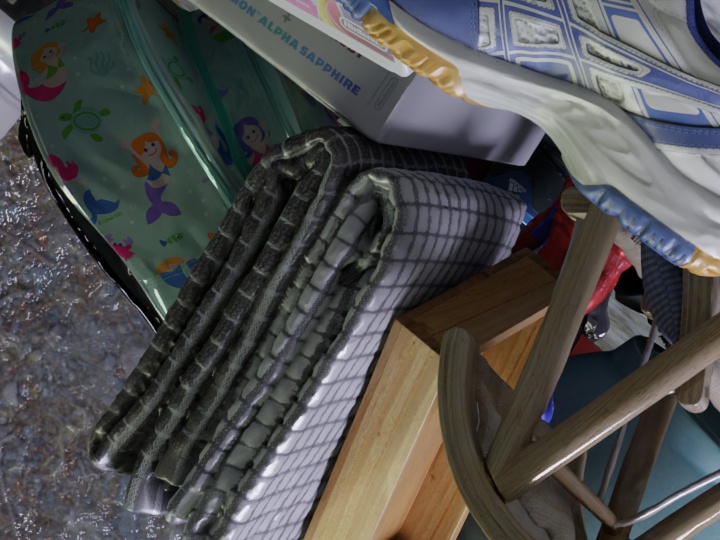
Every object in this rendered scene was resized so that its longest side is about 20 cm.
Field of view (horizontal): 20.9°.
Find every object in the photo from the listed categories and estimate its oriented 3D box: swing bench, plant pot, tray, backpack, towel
[{"bbox_3d":[0.132,0.056,0.850,0.130,0.200,0.199,37,176,27],"label":"swing bench"},{"bbox_3d":[0.144,0.121,1.063,0.200,0.134,0.200,42,-167,-12],"label":"plant pot"},{"bbox_3d":[0.026,0.087,0.910,0.037,0.200,0.099,39,-140,23],"label":"tray"},{"bbox_3d":[-0.090,-0.062,1.011,0.200,0.150,0.178,49,-166,-40],"label":"backpack"},{"bbox_3d":[-0.023,0.031,0.891,0.085,0.200,0.166,35,-168,18],"label":"towel"}]

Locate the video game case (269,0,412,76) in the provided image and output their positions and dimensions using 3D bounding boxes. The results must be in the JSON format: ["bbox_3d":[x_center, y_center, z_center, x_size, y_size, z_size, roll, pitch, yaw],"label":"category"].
[{"bbox_3d":[-0.043,-0.170,0.695,0.143,0.018,0.200,34,155,30],"label":"video game case"}]

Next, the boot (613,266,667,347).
[{"bbox_3d":[0.229,0.055,1.045,0.200,0.066,0.165,45,173,-19],"label":"boot"}]

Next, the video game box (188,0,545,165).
[{"bbox_3d":[-0.011,-0.122,0.935,0.182,0.047,0.200,36,-167,19],"label":"video game box"}]

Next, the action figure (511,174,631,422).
[{"bbox_3d":[0.089,0.016,0.953,0.052,0.200,0.065,11,-155,-34],"label":"action figure"}]

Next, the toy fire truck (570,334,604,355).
[{"bbox_3d":[0.090,-0.005,1.231,0.200,0.049,0.141,38,143,9],"label":"toy fire truck"}]

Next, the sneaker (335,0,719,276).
[{"bbox_3d":[0.068,-0.088,0.641,0.200,0.088,0.075,35,-160,-3],"label":"sneaker"}]

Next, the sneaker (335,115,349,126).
[{"bbox_3d":[0.000,-0.115,1.110,0.098,0.071,0.200,49,168,-16],"label":"sneaker"}]

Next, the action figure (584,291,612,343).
[{"bbox_3d":[0.083,-0.014,1.337,0.200,0.102,0.119,38,-175,-27],"label":"action figure"}]

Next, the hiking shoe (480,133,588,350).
[{"bbox_3d":[0.079,0.002,1.088,0.074,0.087,0.200,38,151,27],"label":"hiking shoe"}]

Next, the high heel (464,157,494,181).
[{"bbox_3d":[0.038,-0.011,1.153,0.067,0.096,0.200,40,144,8],"label":"high heel"}]

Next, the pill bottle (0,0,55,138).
[{"bbox_3d":[-0.195,-0.185,1.194,0.116,0.200,0.116,39,178,2],"label":"pill bottle"}]
